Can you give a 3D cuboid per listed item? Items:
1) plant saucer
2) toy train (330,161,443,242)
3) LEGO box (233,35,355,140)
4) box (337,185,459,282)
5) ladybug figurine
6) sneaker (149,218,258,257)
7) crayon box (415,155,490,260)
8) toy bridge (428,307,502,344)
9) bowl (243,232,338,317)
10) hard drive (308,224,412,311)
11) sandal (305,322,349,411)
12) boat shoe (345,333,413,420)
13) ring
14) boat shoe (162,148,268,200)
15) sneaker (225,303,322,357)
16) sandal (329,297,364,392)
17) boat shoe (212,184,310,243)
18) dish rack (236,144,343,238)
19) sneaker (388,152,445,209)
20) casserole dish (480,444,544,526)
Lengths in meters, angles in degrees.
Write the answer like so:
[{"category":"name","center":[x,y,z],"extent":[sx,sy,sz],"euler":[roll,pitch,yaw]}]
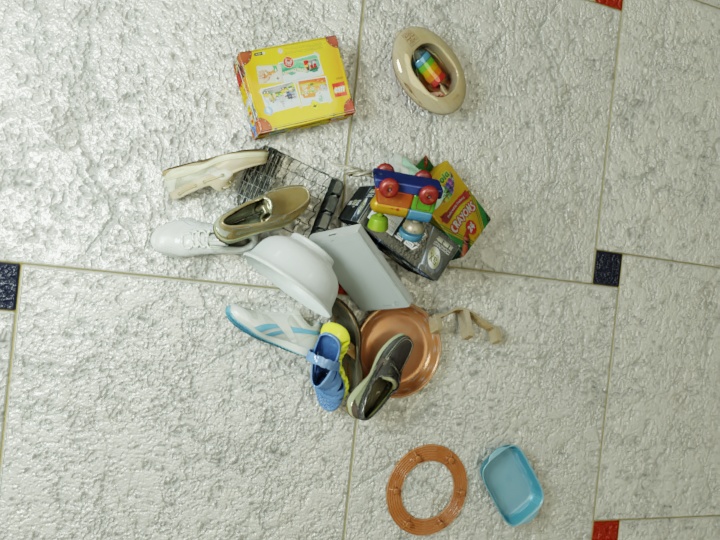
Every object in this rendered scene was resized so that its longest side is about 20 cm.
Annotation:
[{"category":"plant saucer","center":[0.077,0.167,1.230],"extent":[0.198,0.037,0.203],"euler":[0,91,-19]},{"category":"toy train","center":[0.034,-0.120,1.009],"extent":[0.198,0.085,0.117],"euler":[9,120,-9]},{"category":"LEGO box","center":[-0.126,-0.352,1.118],"extent":[0.198,0.077,0.151],"euler":[-17,98,-18]},{"category":"box","center":[0.072,-0.076,1.148],"extent":[0.199,0.164,0.087],"euler":[36,88,-17]},{"category":"ladybug figurine","center":[0.136,-0.413,1.208],"extent":[0.136,0.072,0.200],"euler":[-42,105,-12]},{"category":"sneaker","center":[-0.286,-0.062,1.071],"extent":[0.198,0.087,0.076],"euler":[-5,95,-18]},{"category":"crayon box","center":[0.178,-0.139,1.227],"extent":[0.200,0.051,0.127],"euler":[49,60,-14]},{"category":"toy bridge","center":[0.231,0.117,1.269],"extent":[0.198,0.027,0.068],"euler":[13,55,-32]},{"category":"bowl","center":[-0.112,-0.005,1.074],"extent":[0.201,0.201,0.091],"euler":[39,77,-16]},{"category":"hard drive","center":[0.000,0.000,1.124],"extent":[0.201,0.131,0.026],"euler":[54,48,-30]},{"category":"sandal","center":[-0.070,0.200,1.124],"extent":[0.087,0.079,0.202],"euler":[-46,143,-48]},{"category":"boat shoe","center":[0.052,0.217,1.159],"extent":[0.073,0.065,0.201],"euler":[44,72,-30]},{"category":"ring","center":[0.151,0.487,1.277],"extent":[0.198,0.019,0.203],"euler":[-1,93,-19]},{"category":"boat shoe","center":[-0.263,-0.179,1.071],"extent":[0.198,0.072,0.066],"euler":[-14,104,-1]},{"category":"sneaker","center":[-0.168,0.103,1.129],"extent":[0.199,0.076,0.082],"euler":[27,77,-25]},{"category":"sandal","center":[-0.040,0.154,1.166],"extent":[0.054,0.081,0.203],"euler":[-15,105,-42]},{"category":"boat shoe","center":[-0.167,-0.108,1.044],"extent":[0.199,0.076,0.072],"euler":[-32,87,-28]},{"category":"dish rack","center":[-0.139,-0.146,1.136],"extent":[0.198,0.054,0.155],"euler":[23,83,-16]},{"category":"sneaker","center":[0.104,-0.167,1.145],"extent":[0.117,0.201,0.074],"euler":[28,107,-15]},{"category":"casserole dish","center":[0.345,0.490,1.333],"extent":[0.120,0.039,0.201],"euler":[-32,101,-15]}]
